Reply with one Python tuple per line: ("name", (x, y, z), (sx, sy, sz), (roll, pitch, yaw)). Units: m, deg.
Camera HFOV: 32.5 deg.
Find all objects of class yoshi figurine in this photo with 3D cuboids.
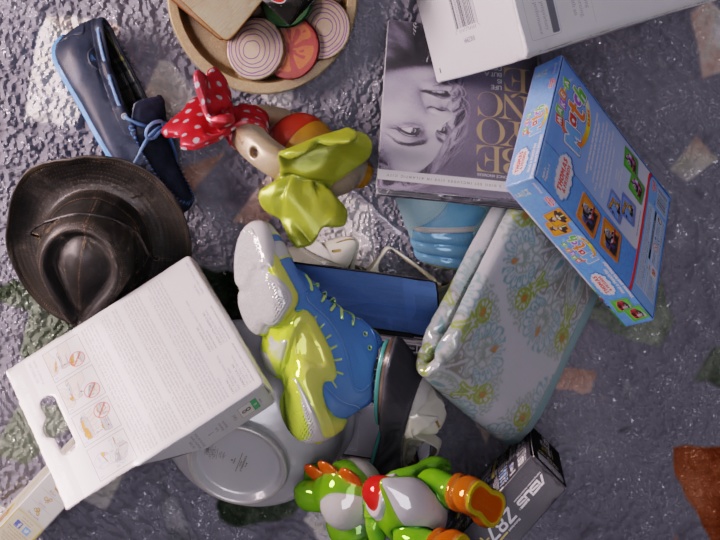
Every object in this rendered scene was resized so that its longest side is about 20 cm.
("yoshi figurine", (0.032, 0.218, 1.085), (0.198, 0.111, 0.114), (6, 102, 41))

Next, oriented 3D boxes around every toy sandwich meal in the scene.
("toy sandwich meal", (-0.098, -0.265, 1.150), (0.201, 0.070, 0.209), (0, 98, -1))

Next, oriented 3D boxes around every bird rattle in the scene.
("bird rattle", (-0.075, -0.109, 1.134), (0.198, 0.162, 0.114), (29, 109, 27))

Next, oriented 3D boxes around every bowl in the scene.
("bowl", (-0.107, 0.154, 1.161), (0.197, 0.091, 0.204), (4, 123, 6))

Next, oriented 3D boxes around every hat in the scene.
("hat", (-0.250, -0.003, 1.147), (0.197, 0.081, 0.203), (1, 125, 1))

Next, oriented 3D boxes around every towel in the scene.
("towel", (0.141, 0.042, 1.147), (0.171, 0.048, 0.202), (39, 74, -42))

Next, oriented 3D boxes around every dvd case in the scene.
("dvd case", (0.092, -0.146, 1.133), (0.146, 0.016, 0.203), (6, 57, -2))

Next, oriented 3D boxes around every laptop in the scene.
("laptop", (-0.022, 0.090, 1.164), (0.184, 0.116, 0.204), (7, 98, 10))

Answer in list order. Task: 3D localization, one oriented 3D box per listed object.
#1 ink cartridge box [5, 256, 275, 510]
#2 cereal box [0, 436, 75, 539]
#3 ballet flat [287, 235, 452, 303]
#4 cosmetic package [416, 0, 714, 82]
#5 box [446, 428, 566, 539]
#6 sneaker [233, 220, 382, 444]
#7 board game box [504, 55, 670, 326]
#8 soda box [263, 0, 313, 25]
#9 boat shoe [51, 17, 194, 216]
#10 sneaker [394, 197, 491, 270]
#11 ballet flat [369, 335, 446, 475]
("ink cartridge box", (-0.195, 0.102, 1.096), (0.198, 0.050, 0.162), (-33, 58, -3))
("cereal box", (-0.280, 0.193, 1.176), (0.039, 0.144, 0.200), (43, 96, -6))
("ballet flat", (0.000, 0.000, 1.194), (0.197, 0.067, 0.065), (20, 96, -11))
("cosmetic package", (0.172, -0.256, 1.066), (0.197, 0.199, 0.125), (-18, 98, -17))
("box", (0.122, 0.229, 1.157), (0.049, 0.200, 0.161), (43, 94, 4))
("sneaker", (-0.043, 0.046, 1.097), (0.104, 0.075, 0.203), (-19, 99, -33))
("board game box", (0.212, -0.071, 1.117), (0.036, 0.153, 0.200), (-17, 130, 38))
("soda box", (-0.021, -0.315, 1.101), (0.071, 0.063, 0.201), (42, 64, -7))
("boat shoe", (-0.214, -0.144, 1.159), (0.068, 0.084, 0.201), (-32, 100, 15))
("sneaker", (0.127, -0.068, 1.186), (0.197, 0.080, 0.133), (-18, 113, -8))
("ballet flat", (0.044, 0.140, 1.135), (0.072, 0.074, 0.202), (4, 133, -1))
